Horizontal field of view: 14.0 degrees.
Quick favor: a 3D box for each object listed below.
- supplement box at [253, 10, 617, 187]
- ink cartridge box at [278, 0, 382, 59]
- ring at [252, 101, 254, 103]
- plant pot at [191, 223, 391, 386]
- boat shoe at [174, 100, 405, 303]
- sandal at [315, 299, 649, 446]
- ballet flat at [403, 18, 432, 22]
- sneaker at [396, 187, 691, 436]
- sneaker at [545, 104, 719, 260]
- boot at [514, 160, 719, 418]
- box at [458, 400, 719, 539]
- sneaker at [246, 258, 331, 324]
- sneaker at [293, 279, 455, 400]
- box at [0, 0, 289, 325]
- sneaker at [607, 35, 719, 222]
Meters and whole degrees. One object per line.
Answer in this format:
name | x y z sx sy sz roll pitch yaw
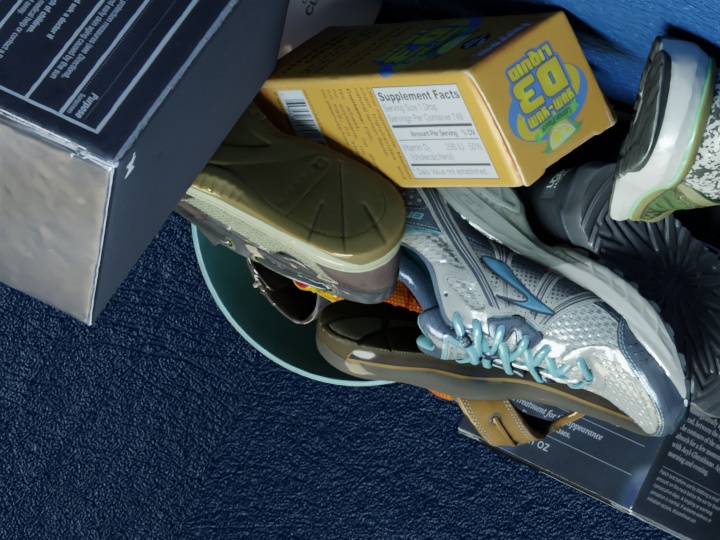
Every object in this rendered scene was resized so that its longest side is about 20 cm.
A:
supplement box | 0.030 -0.080 1.401 0.200 0.066 0.069 5 125 55
ink cartridge box | -0.107 -0.124 1.600 0.200 0.148 0.086 25 -179 36
ring | -0.149 -0.117 1.498 0.200 0.201 0.019 25 -170 3
plant pot | 0.017 -0.040 1.760 0.200 0.201 0.161 25 -169 11
boat shoe | -0.062 -0.042 1.438 0.201 0.072 0.066 30 145 26
sandal | 0.063 0.062 1.510 0.200 0.055 0.082 10 -161 -29
ballet flat | 0.062 -0.088 1.524 0.070 0.067 0.200 28 177 -21
sneaker | 0.074 0.025 1.453 0.200 0.086 0.078 39 154 17
sneaker | 0.176 -0.033 1.544 0.200 0.070 0.078 24 179 28
boot | 0.102 0.002 1.557 0.200 0.066 0.165 4 135 54
box | 0.180 0.047 1.801 0.148 0.200 0.107 23 177 41
sneaker | -0.035 -0.073 1.623 0.075 0.200 0.106 -28 178 39
sneaker | 0.000 0.000 1.556 0.073 0.077 0.200 13 143 52
box | -0.159 -0.111 1.359 0.198 0.200 0.123 25 141 10
sneaker | 0.160 -0.050 1.298 0.088 0.077 0.200 17 180 5
